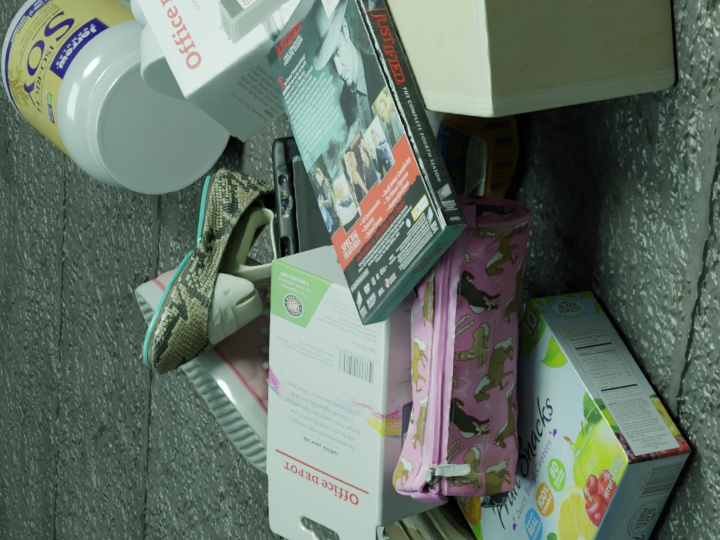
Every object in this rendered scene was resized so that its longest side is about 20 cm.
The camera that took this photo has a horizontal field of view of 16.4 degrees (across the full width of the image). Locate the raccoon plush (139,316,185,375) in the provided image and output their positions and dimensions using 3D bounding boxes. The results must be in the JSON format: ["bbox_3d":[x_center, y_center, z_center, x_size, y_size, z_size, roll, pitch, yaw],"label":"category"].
[{"bbox_3d":[-0.090,0.082,1.943,0.200,0.134,0.097,-122,31,-49],"label":"raccoon plush"}]

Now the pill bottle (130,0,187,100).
[{"bbox_3d":[-0.115,-0.237,1.863,0.114,0.114,0.200,141,132,-61],"label":"pill bottle"}]

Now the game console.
[{"bbox_3d":[0.000,0.000,1.841,0.176,0.116,0.200,70,-165,-74],"label":"game console"}]

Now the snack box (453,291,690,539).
[{"bbox_3d":[0.133,0.132,1.624,0.142,0.053,0.200,62,148,37],"label":"snack box"}]

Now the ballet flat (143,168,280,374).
[{"bbox_3d":[-0.099,-0.001,1.840,0.200,0.075,0.068,-72,-14,-45],"label":"ballet flat"}]

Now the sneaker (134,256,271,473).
[{"bbox_3d":[-0.080,0.058,1.872,0.200,0.105,0.075,50,159,37],"label":"sneaker"}]

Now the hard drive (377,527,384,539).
[{"bbox_3d":[0.036,0.124,1.849,0.132,0.026,0.200,-15,86,64],"label":"hard drive"}]

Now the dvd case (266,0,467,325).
[{"bbox_3d":[0.001,-0.084,1.557,0.200,0.022,0.146,69,152,18],"label":"dvd case"}]

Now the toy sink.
[{"bbox_3d":[0.082,-0.163,1.535,0.200,0.130,0.112,15,113,63],"label":"toy sink"}]

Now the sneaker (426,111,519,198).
[{"bbox_3d":[0.060,-0.039,1.704,0.088,0.075,0.200,-131,48,-58],"label":"sneaker"}]

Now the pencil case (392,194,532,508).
[{"bbox_3d":[0.065,0.049,1.587,0.087,0.083,0.200,-144,54,-64],"label":"pencil case"}]

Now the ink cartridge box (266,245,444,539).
[{"bbox_3d":[-0.001,0.095,1.684,0.117,0.067,0.200,22,117,42],"label":"ink cartridge box"}]

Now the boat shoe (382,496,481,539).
[{"bbox_3d":[0.043,0.175,1.748,0.065,0.071,0.200,-48,64,18],"label":"boat shoe"}]

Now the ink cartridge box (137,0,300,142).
[{"bbox_3d":[-0.050,-0.209,1.707,0.200,0.083,0.147,-36,58,13],"label":"ink cartridge box"}]

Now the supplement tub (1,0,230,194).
[{"bbox_3d":[-0.203,-0.153,2.093,0.200,0.145,0.146,37,131,54],"label":"supplement tub"}]
